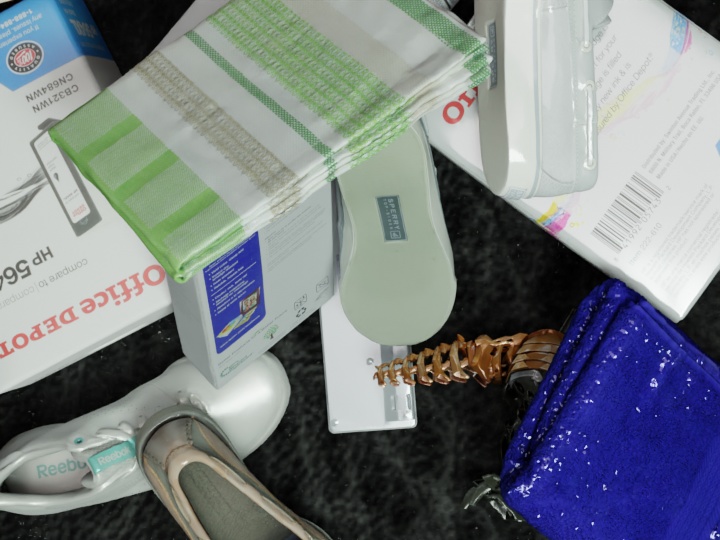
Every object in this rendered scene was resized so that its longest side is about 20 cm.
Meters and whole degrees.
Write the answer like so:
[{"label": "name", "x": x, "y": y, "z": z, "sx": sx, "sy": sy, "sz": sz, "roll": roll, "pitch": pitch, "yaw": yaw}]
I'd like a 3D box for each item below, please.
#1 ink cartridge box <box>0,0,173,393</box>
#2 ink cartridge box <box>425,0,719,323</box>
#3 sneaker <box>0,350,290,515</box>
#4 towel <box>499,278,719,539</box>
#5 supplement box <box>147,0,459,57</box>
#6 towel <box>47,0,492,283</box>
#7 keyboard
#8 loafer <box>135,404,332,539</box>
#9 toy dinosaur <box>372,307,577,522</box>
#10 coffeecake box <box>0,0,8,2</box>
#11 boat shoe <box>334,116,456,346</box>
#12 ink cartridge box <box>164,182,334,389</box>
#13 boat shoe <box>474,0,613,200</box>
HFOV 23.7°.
[{"label": "ink cartridge box", "x": -0.195, "y": -0.046, "z": 1.044, "sx": 0.145, "sy": 0.084, "sz": 0.201, "roll": -27, "pitch": 90, "yaw": 5}, {"label": "ink cartridge box", "x": 0.146, "y": -0.087, "z": 1.015, "sx": 0.200, "sy": 0.085, "sz": 0.145, "roll": 36, "pitch": 95, "yaw": 2}, {"label": "sneaker", "x": -0.137, "y": 0.107, "z": 1.046, "sx": 0.199, "sy": 0.088, "sz": 0.076, "roll": -23, "pitch": 90, "yaw": 5}, {"label": "towel", "x": 0.180, "y": 0.114, "z": 0.971, "sx": 0.200, "sy": 0.049, "sz": 0.148, "roll": 36, "pitch": 71, "yaw": -25}, {"label": "supplement box", "x": -0.034, "y": -0.139, "z": 1.015, "sx": 0.101, "sy": 0.103, "sz": 0.200, "roll": 41, "pitch": 94, "yaw": 8}, {"label": "towel", "x": -0.047, "y": -0.087, "z": 0.892, "sx": 0.200, "sy": 0.031, "sz": 0.149, "roll": -36, "pitch": 48, "yaw": -12}, {"label": "keyboard", "x": 0.000, "y": 0.000, "z": 1.070, "sx": 0.056, "sy": 0.011, "sz": 0.202, "roll": -4, "pitch": 92, "yaw": 10}, {"label": "loafer", "x": -0.061, "y": 0.167, "z": 1.021, "sx": 0.072, "sy": 0.063, "sz": 0.200, "roll": -40, "pitch": 114, "yaw": -3}, {"label": "toy dinosaur", "x": 0.113, "y": 0.084, "z": 1.039, "sx": 0.199, "sy": 0.102, "sz": 0.137, "roll": 6, "pitch": 78, "yaw": 22}, {"label": "coffeecake box", "x": -0.163, "y": -0.242, "z": 0.996, "sx": 0.199, "sy": 0.154, "sz": 0.073, "roll": -14, "pitch": 136, "yaw": 6}, {"label": "boat shoe", "x": 0.020, "y": -0.040, "z": 0.996, "sx": 0.070, "sy": 0.072, "sz": 0.201, "roll": -1, "pitch": 138, "yaw": 5}, {"label": "ink cartridge box", "x": -0.062, "y": -0.014, "z": 0.968, "sx": 0.099, "sy": 0.200, "sz": 0.039, "roll": -38, "pitch": 69, "yaw": -19}, {"label": "boat shoe", "x": 0.105, "y": -0.140, "z": 0.944, "sx": 0.068, "sy": 0.072, "sz": 0.202, "roll": 0, "pitch": 85, "yaw": -15}]
